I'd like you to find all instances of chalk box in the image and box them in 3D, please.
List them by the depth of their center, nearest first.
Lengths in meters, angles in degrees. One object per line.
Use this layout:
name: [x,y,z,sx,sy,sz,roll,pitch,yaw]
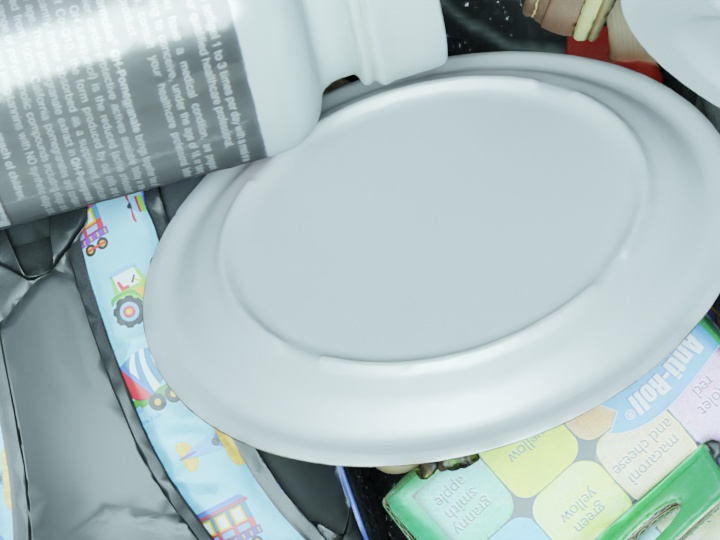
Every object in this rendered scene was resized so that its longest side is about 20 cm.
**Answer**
chalk box: [0.094,0.078,1.024,0.124,0.200,0.124,-42,85,5]

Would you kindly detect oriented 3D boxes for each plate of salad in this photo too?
plate of salad: [0.027,-0.002,0.982,0.199,0.200,0.048,-11,130,7]

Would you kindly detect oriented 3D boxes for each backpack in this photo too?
backpack: [-0.089,0.060,1.079,0.182,0.135,0.201,-18,87,7]

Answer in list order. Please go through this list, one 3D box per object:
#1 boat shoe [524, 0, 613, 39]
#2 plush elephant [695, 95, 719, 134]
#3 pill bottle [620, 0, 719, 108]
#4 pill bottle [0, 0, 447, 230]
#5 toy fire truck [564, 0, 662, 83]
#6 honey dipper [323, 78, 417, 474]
boat shoe: [0.070,-0.174,0.965,0.067,0.072,0.201,9,113,4]
plush elephant: [0.184,-0.082,1.049,0.200,0.165,0.155,-17,47,-24]
pill bottle: [0.168,-0.146,0.934,0.112,0.112,0.200,24,76,6]
pill bottle: [-0.077,-0.081,0.989,0.199,0.111,0.111,-15,89,-2]
toy fire truck: [0.046,-0.131,1.051,0.141,0.049,0.200,8,124,2]
honey dipper: [0.000,0.000,1.047,0.038,0.200,0.038,-6,127,-7]
